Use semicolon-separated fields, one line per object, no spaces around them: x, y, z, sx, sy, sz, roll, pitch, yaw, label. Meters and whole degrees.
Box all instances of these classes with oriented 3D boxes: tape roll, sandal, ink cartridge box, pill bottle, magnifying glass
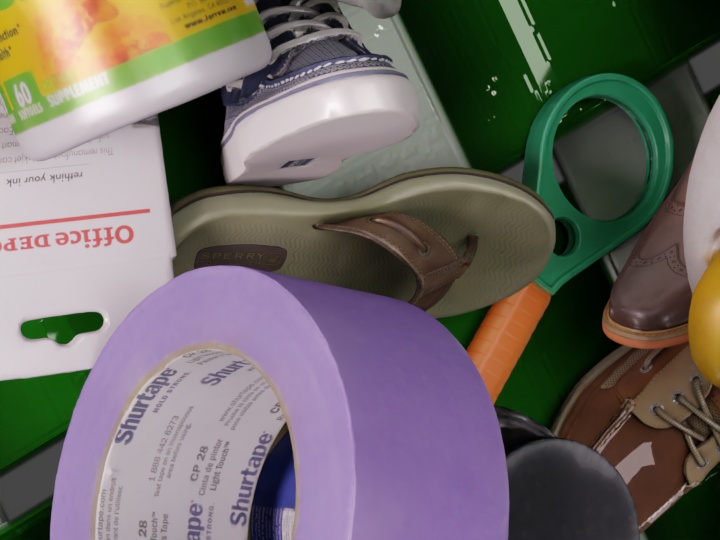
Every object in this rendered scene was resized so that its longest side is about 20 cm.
-0.037;0.103;1.025;0.085;0.200;0.201;11;82;-39;tape roll
-0.001;0.001;1.159;0.200;0.057;0.080;-5;124;-23;sandal
-0.151;-0.054;1.092;0.115;0.067;0.201;-7;90;-28;ink cartridge box
-0.122;-0.155;1.014;0.111;0.111;0.201;-25;96;-27;pill bottle
0.033;0.114;1.104;0.111;0.200;0.112;1;87;-28;pill bottle
0.093;-0.010;1.247;0.080;0.022;0.200;37;69;-22;magnifying glass

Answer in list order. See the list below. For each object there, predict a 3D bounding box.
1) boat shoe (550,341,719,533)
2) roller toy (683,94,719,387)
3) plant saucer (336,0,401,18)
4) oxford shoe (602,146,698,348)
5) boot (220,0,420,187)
0.161;0.063;1.247;0.076;0.072;0.200;45;69;-18;boat shoe
0.243;-0.030;1.166;0.182;0.140;0.201;8;102;-47;roller toy
-0.042;-0.191;1.047;0.050;0.200;0.201;-22;99;9;plant saucer
0.177;-0.039;1.247;0.200;0.071;0.073;-48;137;-35;oxford shoe
-0.028;-0.092;1.089;0.072;0.200;0.091;-6;86;-17;boot
